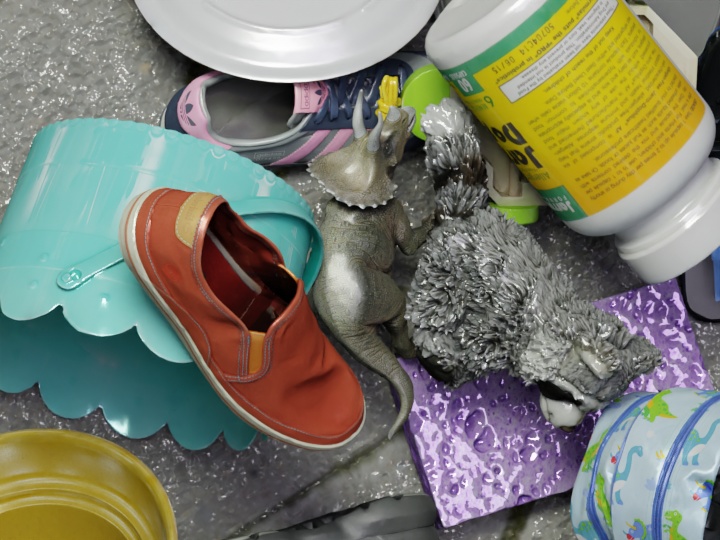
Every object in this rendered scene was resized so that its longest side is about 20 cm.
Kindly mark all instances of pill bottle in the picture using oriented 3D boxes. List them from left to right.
[{"bbox_3d":[0.140,-0.093,1.639,0.113,0.113,0.200,-45,106,-15],"label":"pill bottle"}]

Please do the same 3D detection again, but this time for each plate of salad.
[{"bbox_3d":[-0.046,-0.188,1.723,0.200,0.048,0.200,2,53,-2],"label":"plate of salad"}]

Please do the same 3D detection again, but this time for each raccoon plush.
[{"bbox_3d":[0.099,-0.003,1.636,0.097,0.134,0.200,-31,112,-49],"label":"raccoon plush"}]

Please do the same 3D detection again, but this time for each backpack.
[{"bbox_3d":[0.217,0.146,1.660,0.154,0.200,0.163,21,85,22],"label":"backpack"}]

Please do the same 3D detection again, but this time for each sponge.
[{"bbox_3d":[0.125,0.083,1.736,0.200,0.030,0.112,-16,84,-14],"label":"sponge"}]

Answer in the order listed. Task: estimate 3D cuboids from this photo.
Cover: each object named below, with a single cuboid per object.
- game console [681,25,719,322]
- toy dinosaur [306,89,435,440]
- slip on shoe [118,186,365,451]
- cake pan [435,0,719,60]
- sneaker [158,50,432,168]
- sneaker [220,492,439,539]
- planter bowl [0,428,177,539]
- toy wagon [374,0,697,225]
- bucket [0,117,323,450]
[{"bbox_3d":[0.309,-0.064,1.761,0.200,0.171,0.119,-2,54,-12],"label":"game console"},{"bbox_3d":[0.000,0.000,1.677,0.102,0.077,0.200,20,76,-50],"label":"toy dinosaur"},{"bbox_3d":[-0.054,0.029,1.502,0.200,0.061,0.074,52,50,-33],"label":"slip on shoe"},{"bbox_3d":[0.146,-0.188,1.776,0.200,0.037,0.201,2,80,-11],"label":"cake pan"},{"bbox_3d":[-0.022,-0.101,1.711,0.200,0.082,0.070,-12,83,-14],"label":"sneaker"},{"bbox_3d":[-0.041,0.190,1.660,0.200,0.075,0.079,-12,85,-13],"label":"sneaker"},{"bbox_3d":[-0.195,0.195,1.603,0.200,0.084,0.201,-7,49,8],"label":"planter bowl"},{"bbox_3d":[0.108,-0.106,1.712,0.200,0.040,0.156,0,105,-4],"label":"toy wagon"},{"bbox_3d":[-0.126,0.009,1.613,0.207,0.207,0.135,19,72,-8],"label":"bucket"}]
